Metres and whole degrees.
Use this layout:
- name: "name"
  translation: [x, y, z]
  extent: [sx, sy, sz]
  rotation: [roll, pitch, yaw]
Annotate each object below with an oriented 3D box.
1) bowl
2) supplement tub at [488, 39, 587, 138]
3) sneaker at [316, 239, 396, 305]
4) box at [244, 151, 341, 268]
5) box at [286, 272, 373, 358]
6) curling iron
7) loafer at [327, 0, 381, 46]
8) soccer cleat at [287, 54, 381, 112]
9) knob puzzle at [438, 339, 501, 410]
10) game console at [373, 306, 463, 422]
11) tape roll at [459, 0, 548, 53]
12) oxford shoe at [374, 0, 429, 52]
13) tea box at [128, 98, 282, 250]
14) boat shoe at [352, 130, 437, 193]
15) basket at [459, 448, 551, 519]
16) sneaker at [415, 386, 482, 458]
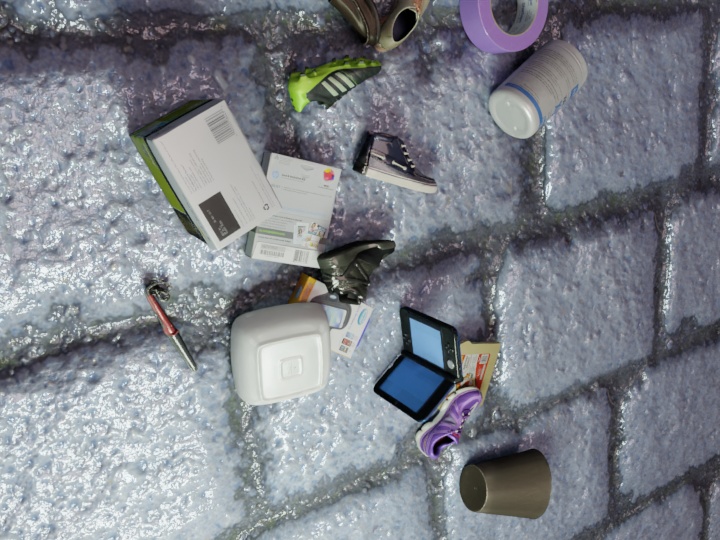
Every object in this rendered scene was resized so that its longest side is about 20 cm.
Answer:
- name: "bowl"
  translation: [-0.145, 0.170, 1.291]
  extent: [0.198, 0.075, 0.201]
  rotation: [-9, 116, -22]
- name: "supplement tub"
  translation: [0.394, -0.402, 1.484]
  extent: [0.200, 0.132, 0.132]
  rotation: [-43, 119, -15]
- name: "sneaker"
  translation: [0.000, 0.000, 1.351]
  extent: [0.199, 0.076, 0.115]
  rotation: [-24, 109, -45]
- name: "box"
  translation: [-0.129, -0.114, 1.286]
  extent: [0.155, 0.041, 0.201]
  rotation: [7, 98, -33]
- name: "box"
  translation: [-0.061, 0.099, 1.377]
  extent: [0.199, 0.041, 0.120]
  rotation: [27, 87, -31]
- name: "curling iron"
  translation: [-0.339, 0.103, 1.216]
  extent: [0.049, 0.026, 0.201]
  rotation: [-26, 114, -21]
- name: "loafer"
  translation: [-0.029, -0.508, 1.245]
  extent: [0.071, 0.073, 0.201]
  rotation: [-33, 108, -14]
- name: "soccer cleat"
  translation: [-0.048, -0.358, 1.273]
  extent: [0.199, 0.067, 0.081]
  rotation: [-22, 129, -25]
- name: "knob puzzle"
  translation: [0.224, 0.247, 1.582]
  extent: [0.218, 0.030, 0.221]
  rotation: [-11, 119, -21]
- name: "game console"
  translation: [0.110, 0.190, 1.397]
  extent: [0.118, 0.200, 0.172]
  rotation: [-17, 109, -27]
- name: "tape roll"
  translation: [0.310, -0.574, 1.433]
  extent: [0.199, 0.066, 0.202]
  rotation: [-7, 104, -29]
- name: "oxford shoe"
  translation: [0.103, -0.515, 1.314]
  extent: [0.071, 0.074, 0.201]
  rotation: [35, 83, -32]
- name: "tea box"
  translation: [-0.259, -0.164, 1.102]
  extent: [0.133, 0.196, 0.201]
  rotation: [-35, 118, -19]
- name: "boat shoe"
  translation: [0.086, -0.223, 1.369]
  extent: [0.199, 0.075, 0.093]
  rotation: [10, 103, -32]
- name: "basket"
  translation: [0.361, 0.546, 1.685]
  extent: [0.199, 0.136, 0.182]
  rotation: [5, 95, -28]
- name: "sneaker"
  translation: [0.222, 0.364, 1.569]
  extent: [0.200, 0.083, 0.081]
  rotation: [-48, 125, -2]
